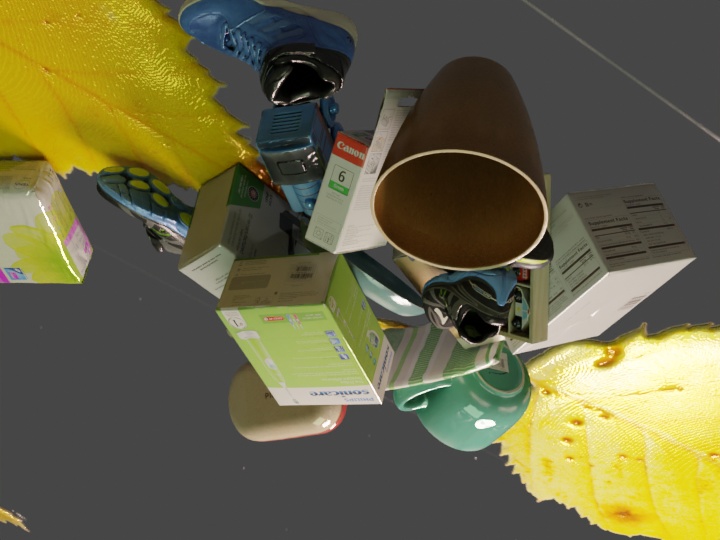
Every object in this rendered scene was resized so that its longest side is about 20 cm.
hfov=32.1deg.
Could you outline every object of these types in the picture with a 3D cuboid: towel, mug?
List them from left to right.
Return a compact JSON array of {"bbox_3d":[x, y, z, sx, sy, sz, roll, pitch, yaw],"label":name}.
[{"bbox_3d":[0.106,0.105,1.713,0.200,0.153,0.023,-13,116,25],"label":"towel"},{"bbox_3d":[0.155,0.168,1.750,0.152,0.185,0.114,47,134,6],"label":"mug"}]

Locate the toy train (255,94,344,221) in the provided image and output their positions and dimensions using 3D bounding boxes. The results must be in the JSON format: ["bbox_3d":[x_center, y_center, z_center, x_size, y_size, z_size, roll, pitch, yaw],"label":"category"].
[{"bbox_3d":[-0.058,-0.127,1.484,0.087,0.114,0.200,-3,139,18],"label":"toy train"}]

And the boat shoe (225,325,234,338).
[{"bbox_3d":[-0.149,0.059,1.728,0.072,0.201,0.066,-20,102,-14],"label":"boat shoe"}]

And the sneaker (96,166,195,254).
[{"bbox_3d":[-0.262,-0.064,1.631,0.200,0.071,0.083,33,130,-30],"label":"sneaker"}]

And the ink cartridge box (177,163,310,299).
[{"bbox_3d":[-0.123,-0.017,1.611,0.083,0.147,0.200,-27,129,34],"label":"ink cartridge box"}]

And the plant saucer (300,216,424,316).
[{"bbox_3d":[0.000,0.000,1.583,0.200,0.200,0.027,34,97,-26],"label":"plant saucer"}]

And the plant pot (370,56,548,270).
[{"bbox_3d":[0.115,-0.135,1.367,0.186,0.200,0.186,6,142,5],"label":"plant pot"}]

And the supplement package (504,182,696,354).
[{"bbox_3d":[0.271,-0.002,1.518,0.156,0.111,0.200,-9,155,-36],"label":"supplement package"}]

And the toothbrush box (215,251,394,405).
[{"bbox_3d":[-0.063,0.075,1.521,0.146,0.086,0.200,-4,137,24],"label":"toothbrush box"}]

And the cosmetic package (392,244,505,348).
[{"bbox_3d":[0.122,0.001,1.612,0.071,0.105,0.200,-16,133,27],"label":"cosmetic package"}]

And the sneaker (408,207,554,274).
[{"bbox_3d":[0.131,-0.033,1.450,0.200,0.074,0.081,14,146,27],"label":"sneaker"}]

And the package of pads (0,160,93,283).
[{"bbox_3d":[-0.461,-0.062,1.692,0.154,0.068,0.200,0,141,13],"label":"package of pads"}]

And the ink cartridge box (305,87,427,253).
[{"bbox_3d":[0.011,-0.122,1.441,0.050,0.109,0.200,28,110,28],"label":"ink cartridge box"}]

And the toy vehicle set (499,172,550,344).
[{"bbox_3d":[0.172,-0.022,1.492,0.027,0.200,0.124,-9,-166,-37],"label":"toy vehicle set"}]

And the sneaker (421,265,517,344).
[{"bbox_3d":[0.120,0.046,1.454,0.071,0.083,0.200,9,168,-17],"label":"sneaker"}]

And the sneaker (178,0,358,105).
[{"bbox_3d":[-0.108,-0.239,1.359,0.200,0.111,0.077,12,142,-1],"label":"sneaker"}]

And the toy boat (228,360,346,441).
[{"bbox_3d":[-0.099,0.193,1.906,0.200,0.131,0.131,-11,166,24],"label":"toy boat"}]
